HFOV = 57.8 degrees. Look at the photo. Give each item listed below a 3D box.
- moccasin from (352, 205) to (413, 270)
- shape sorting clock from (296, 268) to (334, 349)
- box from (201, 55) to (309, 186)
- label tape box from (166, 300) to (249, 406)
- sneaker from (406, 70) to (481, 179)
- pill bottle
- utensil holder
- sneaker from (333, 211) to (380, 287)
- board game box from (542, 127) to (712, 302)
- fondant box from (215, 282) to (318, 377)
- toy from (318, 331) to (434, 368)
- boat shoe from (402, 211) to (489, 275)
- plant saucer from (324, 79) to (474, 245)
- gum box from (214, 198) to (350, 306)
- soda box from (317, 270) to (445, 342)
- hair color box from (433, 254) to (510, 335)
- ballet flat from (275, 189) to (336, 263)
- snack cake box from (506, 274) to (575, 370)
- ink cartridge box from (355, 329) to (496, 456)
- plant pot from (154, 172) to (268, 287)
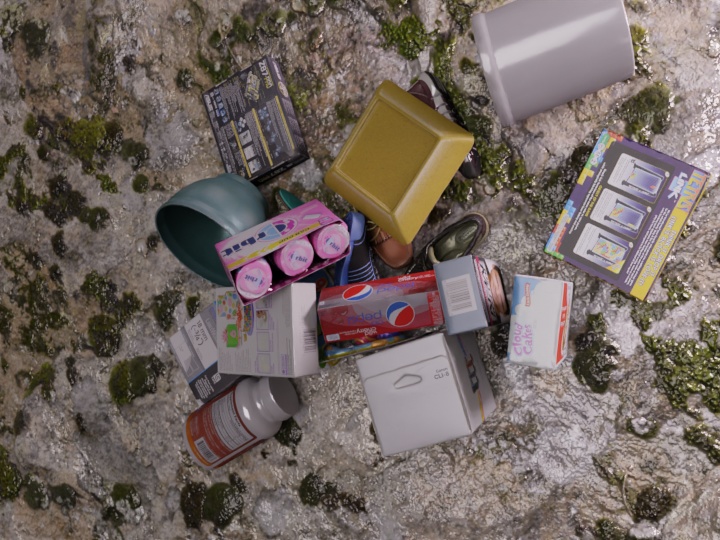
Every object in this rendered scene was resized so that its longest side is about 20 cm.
[{"bbox_3d":[0.029,-0.097,1.097,0.072,0.078,0.205,-22,79,8],"label":"moccasin"},{"bbox_3d":[-0.134,0.068,1.168,0.195,0.039,0.205,-2,81,13],"label":"shape sorting clock"},{"bbox_3d":[-0.198,-0.269,1.214,0.159,0.049,0.204,-24,80,22],"label":"box"},{"bbox_3d":[-0.248,0.134,1.214,0.199,0.063,0.146,-37,76,18],"label":"label tape box"},{"bbox_3d":[0.116,-0.216,1.079,0.114,0.075,0.203,-32,68,25],"label":"sneaker"},{"bbox_3d":[-0.212,0.264,1.169,0.198,0.112,0.114,-32,77,17],"label":"pill bottle"},{"bbox_3d":[0.280,-0.324,0.957,0.196,0.169,0.174,-16,83,19],"label":"utensil holder"},{"bbox_3d":[0.000,0.000,1.090,0.076,0.070,0.204,1,115,-16],"label":"sneaker"},{"bbox_3d":[0.388,-0.081,0.963,0.163,0.057,0.203,29,99,18],"label":"board game box"},{"bbox_3d":[-0.159,0.098,1.082,0.197,0.058,0.148,-4,87,39],"label":"fondant box"},{"bbox_3d":[0.013,0.114,1.077,0.197,0.115,0.048,-21,83,21],"label":"toy"},{"bbox_3d":[0.126,-0.019,1.063,0.201,0.066,0.072,-45,73,15],"label":"boat shoe"},{"bbox_3d":[0.047,-0.178,1.034,0.199,0.048,0.202,39,103,25],"label":"plant saucer"},{"bbox_3d":[-0.119,-0.035,1.031,0.197,0.113,0.067,-26,120,-13],"label":"gum box"},{"bbox_3d":[0.034,0.056,1.030,0.195,0.070,0.065,-9,116,9],"label":"soda box"},{"bbox_3d":[0.171,0.037,0.970,0.059,0.199,0.101,-14,83,21],"label":"hair color box"},{"bbox_3d":[-0.085,-0.064,1.155,0.198,0.068,0.076,33,109,16],"label":"ballet flat"},{"bbox_3d":[0.261,0.070,0.932,0.066,0.199,0.118,8,91,22],"label":"snack cake box"},{"bbox_3d":[0.105,0.176,0.993,0.143,0.199,0.148,-20,81,20],"label":"ink cartridge box"},{"bbox_3d":[-0.244,-0.085,1.161,0.196,0.203,0.135,15,52,22],"label":"plant pot"}]
